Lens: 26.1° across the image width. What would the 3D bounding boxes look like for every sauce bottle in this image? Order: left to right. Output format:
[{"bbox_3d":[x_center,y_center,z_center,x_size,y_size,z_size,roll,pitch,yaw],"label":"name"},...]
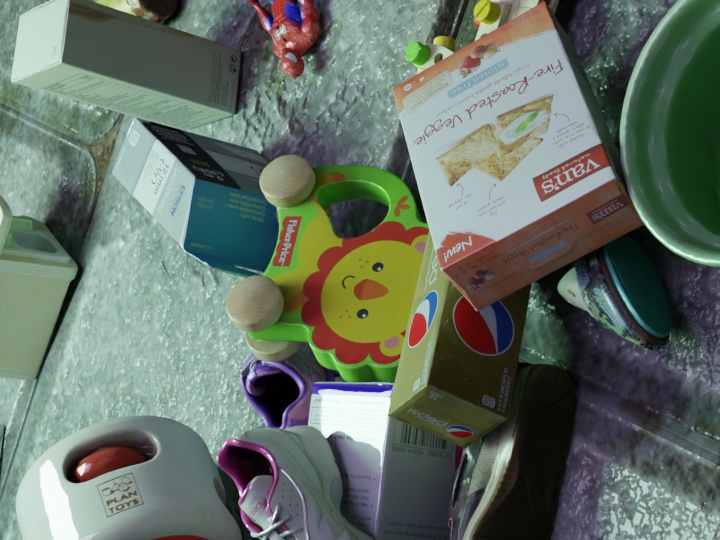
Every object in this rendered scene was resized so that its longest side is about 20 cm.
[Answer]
[{"bbox_3d":[-0.280,-0.266,1.715,0.200,0.066,0.066,-25,61,45],"label":"sauce bottle"}]

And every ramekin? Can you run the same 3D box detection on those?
[{"bbox_3d":[0.271,-0.091,0.978,0.200,0.098,0.200,-17,67,46],"label":"ramekin"}]

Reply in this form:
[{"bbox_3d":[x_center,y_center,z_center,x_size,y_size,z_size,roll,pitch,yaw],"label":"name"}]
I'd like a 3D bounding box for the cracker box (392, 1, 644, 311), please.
[{"bbox_3d":[0.107,-0.084,1.099,0.134,0.058,0.200,-29,44,16],"label":"cracker box"}]

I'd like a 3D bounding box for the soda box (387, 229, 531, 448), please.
[{"bbox_3d":[0.080,0.022,1.139,0.064,0.068,0.200,-46,25,53],"label":"soda box"}]

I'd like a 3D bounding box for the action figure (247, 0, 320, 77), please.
[{"bbox_3d":[-0.076,-0.271,1.487,0.065,0.052,0.200,-31,59,37],"label":"action figure"}]

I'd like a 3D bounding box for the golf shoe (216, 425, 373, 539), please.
[{"bbox_3d":[-0.043,0.194,1.117,0.075,0.091,0.200,-52,47,24],"label":"golf shoe"}]

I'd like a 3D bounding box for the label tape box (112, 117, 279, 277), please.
[{"bbox_3d":[-0.115,-0.058,1.392,0.200,0.143,0.066,40,110,48],"label":"label tape box"}]

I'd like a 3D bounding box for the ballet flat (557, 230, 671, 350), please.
[{"bbox_3d":[0.167,-0.013,1.105,0.074,0.074,0.200,-42,41,34],"label":"ballet flat"}]

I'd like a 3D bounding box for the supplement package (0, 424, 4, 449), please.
[{"bbox_3d":[-0.506,0.266,1.753,0.111,0.156,0.200,-13,69,47],"label":"supplement package"}]

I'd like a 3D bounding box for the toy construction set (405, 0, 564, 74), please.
[{"bbox_3d":[0.098,-0.206,1.234,0.131,0.092,0.200,19,105,51],"label":"toy construction set"}]

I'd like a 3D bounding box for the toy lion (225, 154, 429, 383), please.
[{"bbox_3d":[0.000,0.000,1.260,0.192,0.069,0.200,0,56,18],"label":"toy lion"}]

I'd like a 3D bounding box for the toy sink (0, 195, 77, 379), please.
[{"bbox_3d":[-0.398,0.003,1.739,0.130,0.112,0.200,41,116,47],"label":"toy sink"}]

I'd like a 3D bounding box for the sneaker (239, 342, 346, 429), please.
[{"bbox_3d":[-0.066,0.080,1.339,0.080,0.088,0.200,-51,44,30],"label":"sneaker"}]

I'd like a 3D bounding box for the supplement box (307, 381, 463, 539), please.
[{"bbox_3d":[0.019,0.192,1.194,0.103,0.101,0.200,-4,76,49],"label":"supplement box"}]

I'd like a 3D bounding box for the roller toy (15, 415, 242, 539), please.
[{"bbox_3d":[-0.206,0.232,1.381,0.182,0.200,0.140,-47,48,23],"label":"roller toy"}]

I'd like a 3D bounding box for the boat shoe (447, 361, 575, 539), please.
[{"bbox_3d":[0.100,0.163,1.136,0.066,0.072,0.201,11,82,56],"label":"boat shoe"}]

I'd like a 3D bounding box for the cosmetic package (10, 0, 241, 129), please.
[{"bbox_3d":[-0.228,-0.201,1.524,0.105,0.200,0.071,-7,74,48],"label":"cosmetic package"}]
